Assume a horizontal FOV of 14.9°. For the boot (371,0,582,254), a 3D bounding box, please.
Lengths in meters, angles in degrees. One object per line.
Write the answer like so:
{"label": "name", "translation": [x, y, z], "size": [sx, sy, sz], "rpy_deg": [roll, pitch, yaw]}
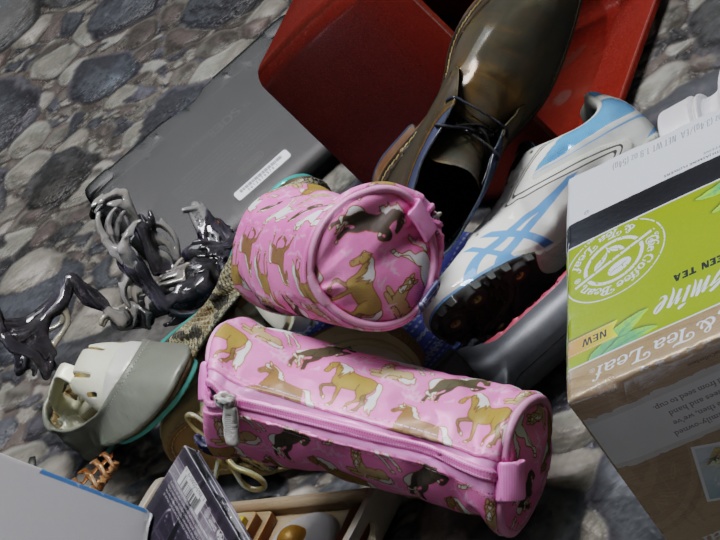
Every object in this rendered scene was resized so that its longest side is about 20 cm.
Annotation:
{"label": "boot", "translation": [0.077, -0.091, 1.640], "size": [0.201, 0.074, 0.097], "rpy_deg": [-58, 17, 21]}

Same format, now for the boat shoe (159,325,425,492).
{"label": "boat shoe", "translation": [-0.050, 0.087, 1.660], "size": [0.199, 0.073, 0.063], "rpy_deg": [-26, 31, 38]}

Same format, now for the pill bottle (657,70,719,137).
{"label": "pill bottle", "translation": [0.272, -0.093, 1.531], "size": [0.199, 0.112, 0.112], "rpy_deg": [-26, 31, 20]}

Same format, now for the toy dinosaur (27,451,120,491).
{"label": "toy dinosaur", "translation": [-0.237, 0.180, 1.757], "size": [0.199, 0.102, 0.136], "rpy_deg": [-19, 45, -4]}

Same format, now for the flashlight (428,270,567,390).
{"label": "flashlight", "translation": [0.114, 0.021, 1.597], "size": [0.200, 0.068, 0.068], "rpy_deg": [-41, 66, 1]}

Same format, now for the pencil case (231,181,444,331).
{"label": "pencil case", "translation": [-0.016, -0.010, 1.570], "size": [0.200, 0.086, 0.083], "rpy_deg": [-176, 100, -73]}

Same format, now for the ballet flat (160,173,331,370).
{"label": "ballet flat", "translation": [-0.067, 0.030, 1.741], "size": [0.200, 0.068, 0.076], "rpy_deg": [-51, 48, 33]}

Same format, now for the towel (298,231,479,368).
{"label": "towel", "translation": [0.013, 0.021, 1.746], "size": [0.145, 0.024, 0.200], "rpy_deg": [-48, 31, -16]}

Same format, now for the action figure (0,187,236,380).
{"label": "action figure", "translation": [-0.153, -0.002, 1.849], "size": [0.199, 0.103, 0.119], "rpy_deg": [-23, 6, -7]}

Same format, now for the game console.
{"label": "game console", "translation": [-0.093, -0.079, 2.014], "size": [0.200, 0.117, 0.176], "rpy_deg": [-42, 59, -7]}

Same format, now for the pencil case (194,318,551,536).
{"label": "pencil case", "translation": [0.008, 0.085, 1.512], "size": [0.199, 0.083, 0.087], "rpy_deg": [13, 50, 21]}

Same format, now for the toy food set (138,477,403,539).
{"label": "toy food set", "translation": [-0.074, 0.168, 1.593], "size": [0.199, 0.061, 0.144], "rpy_deg": [-9, 40, 40]}

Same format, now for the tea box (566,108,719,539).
{"label": "tea box", "translation": [0.221, 0.013, 1.411], "size": [0.199, 0.134, 0.197], "rpy_deg": [-26, 31, 20]}

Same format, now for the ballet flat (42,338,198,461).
{"label": "ballet flat", "translation": [-0.161, 0.077, 1.744], "size": [0.068, 0.064, 0.200], "rpy_deg": [-61, 10, -22]}

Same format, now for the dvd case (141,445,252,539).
{"label": "dvd case", "translation": [-0.120, 0.217, 1.526], "size": [0.201, 0.016, 0.149], "rpy_deg": [-58, 33, 13]}

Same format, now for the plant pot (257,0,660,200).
{"label": "plant pot", "translation": [0.052, -0.157, 1.806], "size": [0.176, 0.200, 0.200], "rpy_deg": [-28, 27, 42]}

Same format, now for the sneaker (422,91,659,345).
{"label": "sneaker", "translation": [0.101, -0.030, 1.656], "size": [0.072, 0.072, 0.200], "rpy_deg": [36, 63, 24]}

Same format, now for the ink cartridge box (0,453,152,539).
{"label": "ink cartridge box", "translation": [-0.240, 0.203, 1.560], "size": [0.200, 0.147, 0.145], "rpy_deg": [-27, 48, 47]}
